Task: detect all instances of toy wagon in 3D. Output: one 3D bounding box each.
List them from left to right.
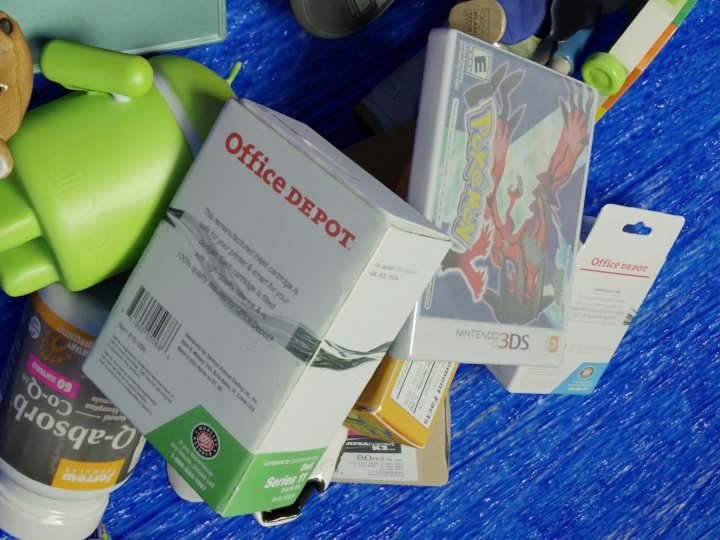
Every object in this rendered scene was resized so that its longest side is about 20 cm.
[{"bbox_3d":[0.213,-0.184,0.875,0.156,0.039,0.200,-52,179,-26],"label":"toy wagon"}]

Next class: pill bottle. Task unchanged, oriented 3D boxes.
[{"bbox_3d":[-0.203,0.091,0.842,0.115,0.117,0.202,7,118,-36],"label":"pill bottle"}]

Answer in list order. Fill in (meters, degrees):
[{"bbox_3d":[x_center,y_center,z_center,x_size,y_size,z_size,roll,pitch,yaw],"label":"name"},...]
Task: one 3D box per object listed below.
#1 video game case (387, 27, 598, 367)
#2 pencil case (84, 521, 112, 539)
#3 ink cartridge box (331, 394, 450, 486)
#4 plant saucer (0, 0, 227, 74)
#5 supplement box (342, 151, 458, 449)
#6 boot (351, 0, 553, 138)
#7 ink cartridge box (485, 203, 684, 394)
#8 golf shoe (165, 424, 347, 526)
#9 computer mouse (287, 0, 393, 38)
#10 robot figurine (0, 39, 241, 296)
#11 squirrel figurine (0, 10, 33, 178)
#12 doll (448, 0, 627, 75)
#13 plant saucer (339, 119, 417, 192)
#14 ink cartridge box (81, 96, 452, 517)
[{"bbox_3d":[0.093,-0.039,0.769,0.181,0.023,0.203,7,90,-49],"label":"video game case"},{"bbox_3d":[-0.196,0.280,1.010,0.086,0.079,0.200,-20,139,21],"label":"pencil case"},{"bbox_3d":[-0.029,0.095,0.906,0.197,0.076,0.166,1,143,8],"label":"ink cartridge box"},{"bbox_3d":[-0.175,-0.161,0.742,0.198,0.019,0.071,-16,130,-25],"label":"plant saucer"},{"bbox_3d":[0.040,0.013,0.783,0.069,0.066,0.202,45,63,-42],"label":"supplement box"},{"bbox_3d":[0.101,-0.122,0.916,0.155,0.072,0.200,-48,134,3],"label":"boot"},{"bbox_3d":[0.202,0.015,1.083,0.115,0.067,0.202,6,119,-35],"label":"ink cartridge box"},{"bbox_3d":[-0.084,0.142,0.837,0.077,0.095,0.199,28,138,-27],"label":"golf shoe"},{"bbox_3d":[0.019,-0.235,0.796,0.199,0.053,0.139,-39,137,-17],"label":"computer mouse"},{"bbox_3d":[-0.155,-0.064,0.754,0.198,0.116,0.177,-28,142,-18],"label":"robot figurine"},{"bbox_3d":[-0.286,-0.099,0.647,0.185,0.143,0.201,9,133,-39],"label":"squirrel figurine"},{"bbox_3d":[0.133,-0.196,0.826,0.199,0.048,0.139,-20,107,-48],"label":"doll"},{"bbox_3d":[0.000,0.000,0.902,0.198,0.049,0.201,-22,136,13],"label":"plant saucer"},{"bbox_3d":[-0.059,0.020,0.704,0.083,0.146,0.201,9,116,-58],"label":"ink cartridge box"}]
